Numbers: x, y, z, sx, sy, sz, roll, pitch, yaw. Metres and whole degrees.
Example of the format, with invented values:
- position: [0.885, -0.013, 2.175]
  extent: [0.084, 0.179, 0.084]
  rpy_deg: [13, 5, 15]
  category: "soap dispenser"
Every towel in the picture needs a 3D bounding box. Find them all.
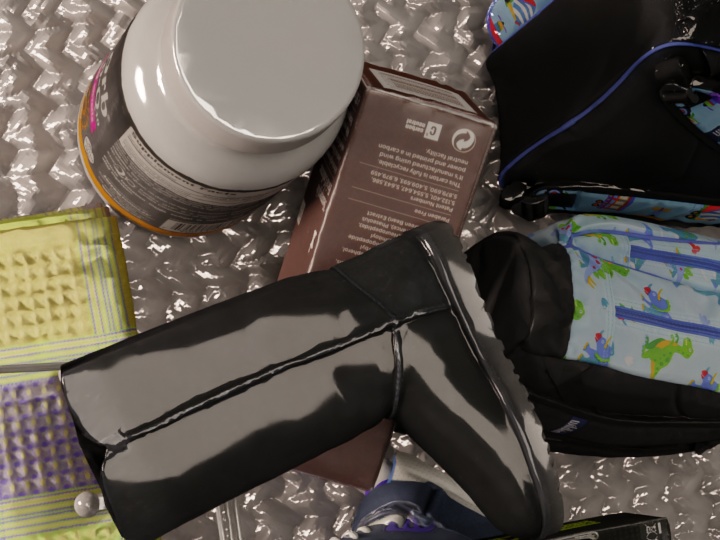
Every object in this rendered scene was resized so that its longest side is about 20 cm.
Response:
- position: [-0.182, 0.066, 1.158]
  extent: [0.143, 0.023, 0.200]
  rpy_deg: [-9, 84, -19]
  category: "towel"

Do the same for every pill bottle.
- position: [-0.071, -0.088, 1.124]
  extent: [0.116, 0.200, 0.117]
  rpy_deg: [3, 79, -17]
  category: "pill bottle"

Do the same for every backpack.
- position: [0.135, 0.040, 1.192]
  extent: [0.200, 0.163, 0.154]
  rpy_deg: [21, 60, -19]
  category: "backpack"
- position: [0.191, -0.104, 1.223]
  extent: [0.200, 0.183, 0.135]
  rpy_deg: [10, 60, -29]
  category: "backpack"

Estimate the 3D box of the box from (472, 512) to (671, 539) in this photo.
- position: [0.072, 0.230, 1.076]
  extent: [0.193, 0.048, 0.200]
  rpy_deg: [-8, 92, -26]
  category: "box"

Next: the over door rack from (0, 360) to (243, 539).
- position: [-0.135, 0.112, 1.092]
  extent: [0.200, 0.067, 0.148]
  rpy_deg: [3, 75, -53]
  category: "over door rack"

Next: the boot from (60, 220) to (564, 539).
- position: [-0.024, 0.083, 1.044]
  extent: [0.200, 0.066, 0.165]
  rpy_deg: [-21, 80, -16]
  category: "boot"

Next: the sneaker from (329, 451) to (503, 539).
- position: [-0.002, 0.155, 1.151]
  extent: [0.200, 0.081, 0.147]
  rpy_deg: [9, 35, -23]
  category: "sneaker"

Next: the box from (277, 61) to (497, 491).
- position: [0.000, 0.000, 1.144]
  extent: [0.075, 0.100, 0.200]
  rpy_deg: [15, 101, -10]
  category: "box"
